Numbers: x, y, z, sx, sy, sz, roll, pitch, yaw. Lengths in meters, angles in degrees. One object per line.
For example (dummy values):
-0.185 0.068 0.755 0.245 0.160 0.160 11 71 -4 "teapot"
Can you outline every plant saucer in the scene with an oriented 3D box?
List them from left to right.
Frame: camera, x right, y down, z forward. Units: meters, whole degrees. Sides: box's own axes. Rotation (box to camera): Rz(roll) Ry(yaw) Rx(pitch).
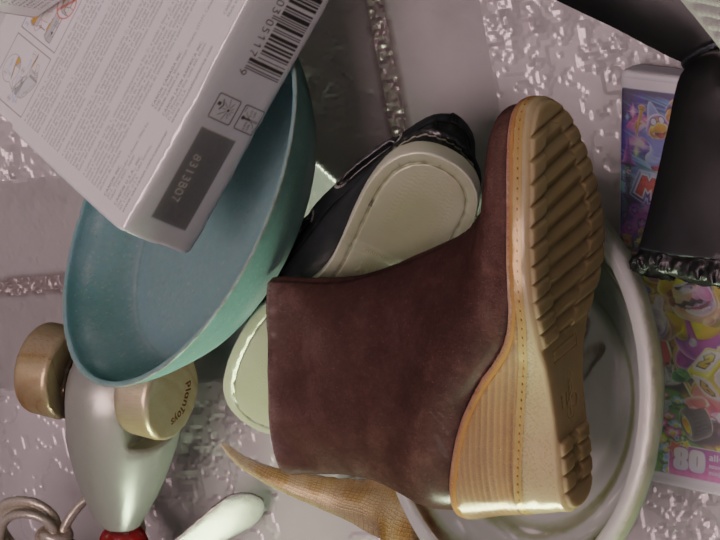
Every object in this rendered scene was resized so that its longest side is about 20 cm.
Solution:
-0.078 -0.031 1.406 0.200 0.036 0.200 -38 40 40 "plant saucer"
0.086 0.056 1.346 0.200 0.050 0.200 -2 88 52 "plant saucer"

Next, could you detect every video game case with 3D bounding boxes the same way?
0.185 0.011 1.308 0.143 0.018 0.200 10 110 32 "video game case"

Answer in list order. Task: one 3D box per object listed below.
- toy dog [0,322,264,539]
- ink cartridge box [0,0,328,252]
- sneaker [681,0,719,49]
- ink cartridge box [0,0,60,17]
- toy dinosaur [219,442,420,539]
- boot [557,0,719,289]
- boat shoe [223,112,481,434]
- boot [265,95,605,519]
-0.114 0.098 1.509 0.132 0.096 0.200 31 135 19 "toy dog"
-0.108 -0.122 1.406 0.163 0.057 0.200 -61 36 9 "ink cartridge box"
0.183 -0.148 1.179 0.201 0.114 0.073 59 172 21 "sneaker"
-0.129 -0.245 1.387 0.200 0.045 0.176 -28 68 37 "ink cartridge box"
0.028 0.131 1.440 0.200 0.058 0.101 2 91 26 "toy dinosaur"
0.148 -0.075 1.249 0.198 0.073 0.163 8 91 26 "boot"
-0.002 -0.001 1.373 0.074 0.066 0.199 25 127 -7 "boat shoe"
0.024 0.014 1.289 0.166 0.072 0.200 8 109 32 "boot"
